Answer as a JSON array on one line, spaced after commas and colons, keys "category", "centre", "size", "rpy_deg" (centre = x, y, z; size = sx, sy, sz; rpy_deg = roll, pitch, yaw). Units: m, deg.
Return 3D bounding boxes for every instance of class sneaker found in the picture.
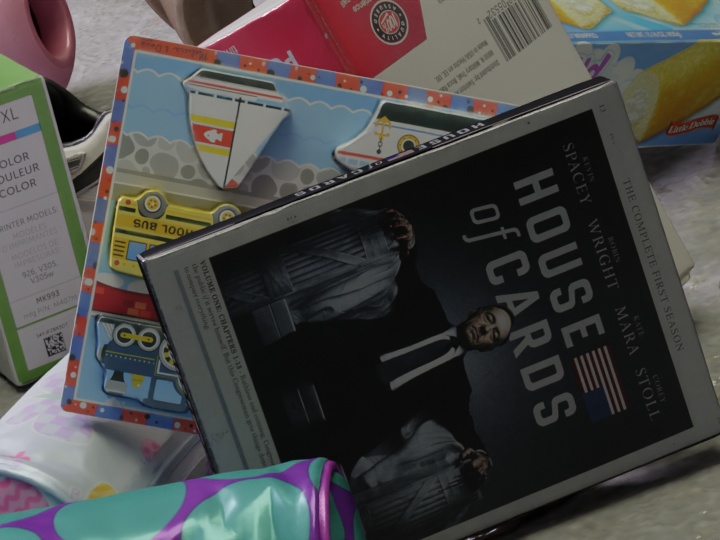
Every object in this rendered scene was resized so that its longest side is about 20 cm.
[{"category": "sneaker", "centre": [-0.186, -0.065, 1.473], "size": [0.199, 0.088, 0.076], "rpy_deg": [3, 28, 24]}]

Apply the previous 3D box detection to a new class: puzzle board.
[{"category": "puzzle board", "centre": [-0.009, -0.001, 1.096], "size": [0.198, 0.152, 0.017], "rpy_deg": [10, 4, -6]}]

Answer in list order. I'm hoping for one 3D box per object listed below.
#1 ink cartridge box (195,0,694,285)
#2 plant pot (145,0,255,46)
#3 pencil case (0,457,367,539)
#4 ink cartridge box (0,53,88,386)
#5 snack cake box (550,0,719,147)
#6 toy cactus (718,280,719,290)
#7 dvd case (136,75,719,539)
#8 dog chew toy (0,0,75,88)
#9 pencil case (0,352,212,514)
[{"category": "ink cartridge box", "centre": [0.038, -0.045, 1.184], "size": [0.084, 0.201, 0.145], "rpy_deg": [-23, 11, 42]}, {"category": "plant pot", "centre": [-0.052, -0.190, 1.644], "size": [0.199, 0.201, 0.175], "rpy_deg": [-13, 29, 6]}, {"category": "pencil case", "centre": [-0.092, 0.126, 1.019], "size": [0.198, 0.086, 0.093], "rpy_deg": [-12, 21, 7]}, {"category": "ink cartridge box", "centre": [-0.187, -0.054, 1.365], "size": [0.059, 0.201, 0.104], "rpy_deg": [-22, 23, -20]}, {"category": "snack cake box", "centre": [0.090, -0.117, 1.379], "size": [0.199, 0.068, 0.115], "rpy_deg": [-6, 41, -41]}, {"category": "toy cactus", "centre": [0.221, -0.040, 1.171], "size": [0.165, 0.199, 0.102], "rpy_deg": [-51, 33, 17]}, {"category": "dvd case", "centre": [0.030, 0.029, 1.075], "size": [0.199, 0.151, 0.025], "rpy_deg": [-21, 11, -9]}, {"category": "dog chew toy", "centre": [-0.281, -0.131, 1.744], "size": [0.199, 0.125, 0.125], "rpy_deg": [-16, 19, 20]}, {"category": "pencil case", "centre": [-0.096, 0.072, 1.159], "size": [0.090, 0.084, 0.200], "rpy_deg": [12, 31, 23]}]
